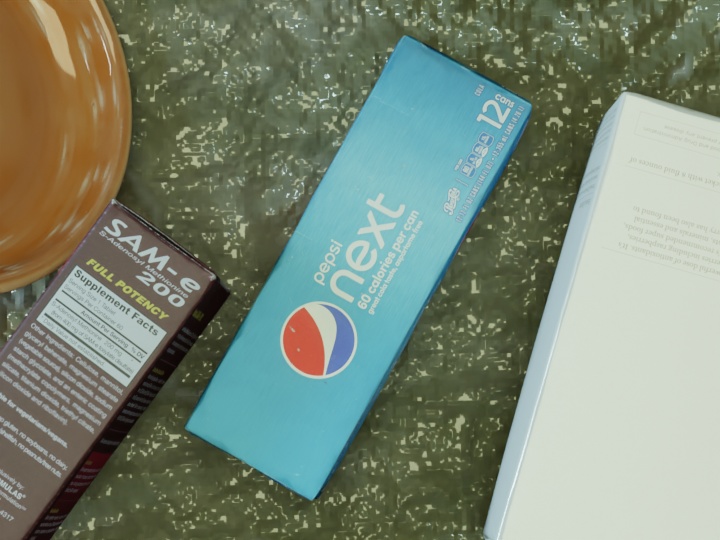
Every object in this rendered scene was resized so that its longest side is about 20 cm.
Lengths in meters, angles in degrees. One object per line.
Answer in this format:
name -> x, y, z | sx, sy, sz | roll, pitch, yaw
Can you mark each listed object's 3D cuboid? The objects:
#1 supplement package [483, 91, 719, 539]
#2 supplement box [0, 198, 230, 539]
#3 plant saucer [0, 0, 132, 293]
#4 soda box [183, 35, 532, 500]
supplement package -> 0.137, 0.039, 1.270 | 0.121, 0.120, 0.200 | 17, 87, 0
supplement box -> -0.140, 0.069, 1.277 | 0.061, 0.109, 0.200 | 37, 87, 3
plant saucer -> -0.193, -0.082, 1.277 | 0.200, 0.037, 0.201 | 13, 67, -34
soda box -> 0.000, 0.000, 1.302 | 0.068, 0.064, 0.200 | 29, 87, 3
